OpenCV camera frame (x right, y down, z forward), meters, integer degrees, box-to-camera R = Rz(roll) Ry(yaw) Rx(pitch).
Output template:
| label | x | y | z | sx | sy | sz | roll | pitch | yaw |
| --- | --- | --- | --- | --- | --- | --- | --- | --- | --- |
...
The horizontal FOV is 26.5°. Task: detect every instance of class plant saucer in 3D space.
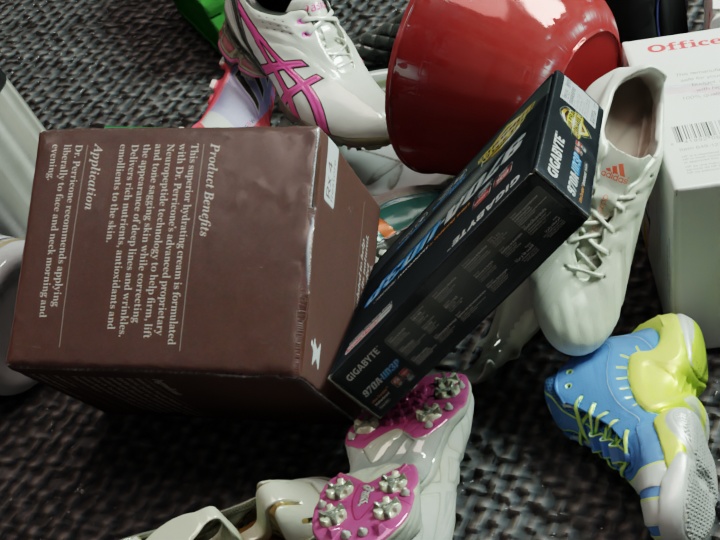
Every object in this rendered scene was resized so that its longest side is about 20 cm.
| label | x | y | z | sx | sy | sz | roll | pitch | yaw |
| --- | --- | --- | --- | --- | --- | --- | --- | --- | --- |
| plant saucer | 0.026 | -0.098 | 1.272 | 0.199 | 0.050 | 0.200 | -6 | 38 | 5 |

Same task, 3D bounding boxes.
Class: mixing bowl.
| label | x | y | z | sx | sy | sz | roll | pitch | yaw |
| --- | --- | --- | --- | --- | --- | --- | --- | --- | --- |
| mixing bowl | 0.120 | -0.147 | 1.118 | 0.108 | 0.201 | 0.200 | 26 | 50 | 31 |

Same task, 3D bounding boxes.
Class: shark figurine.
| label | x | y | z | sx | sy | sz | roll | pitch | yaw |
| --- | --- | --- | --- | --- | --- | --- | --- | --- | --- |
| shark figurine | 0.103 | 0.006 | 1.100 | 0.089 | 0.128 | 0.215 | 24 | 75 | 24 |

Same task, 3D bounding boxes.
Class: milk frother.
| label | x | y | z | sx | sy | sz | roll | pitch | yaw |
| --- | --- | --- | --- | --- | --- | --- | --- | --- | --- |
| milk frother | -0.329 | -0.138 | 1.284 | 0.180 | 0.188 | 0.200 | -9 | 36 | 38 |

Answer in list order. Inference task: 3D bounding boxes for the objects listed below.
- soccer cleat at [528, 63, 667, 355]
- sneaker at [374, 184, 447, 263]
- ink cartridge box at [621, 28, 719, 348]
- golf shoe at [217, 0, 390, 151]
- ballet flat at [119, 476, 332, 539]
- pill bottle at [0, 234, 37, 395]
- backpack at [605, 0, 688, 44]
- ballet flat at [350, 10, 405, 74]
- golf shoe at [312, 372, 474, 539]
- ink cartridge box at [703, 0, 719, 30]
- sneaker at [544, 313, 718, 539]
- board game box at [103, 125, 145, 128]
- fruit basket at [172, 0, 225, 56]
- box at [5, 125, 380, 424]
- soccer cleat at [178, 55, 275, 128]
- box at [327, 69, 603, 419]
| label | x | y | z | sx | sy | sz | roll | pitch | yaw |
| --- | --- | --- | --- | --- | --- | --- | --- | --- | --- |
| soccer cleat | 0.158 | -0.044 | 1.007 | 0.069 | 0.078 | 0.201 | 17 | 74 | -13 |
| sneaker | 0.000 | 0.000 | 1.144 | 0.199 | 0.071 | 0.080 | -19 | 41 | 0 |
| ink cartridge box | 0.277 | -0.066 | 1.095 | 0.147 | 0.145 | 0.200 | -7 | 38 | 4 |
| golf shoe | -0.041 | -0.174 | 1.243 | 0.200 | 0.092 | 0.073 | 40 | 48 | 23 |
| ballet flat | -0.068 | 0.165 | 0.949 | 0.200 | 0.064 | 0.067 | -21 | 39 | -14 |
| pill bottle | -0.329 | 0.020 | 1.152 | 0.199 | 0.116 | 0.116 | 11 | 42 | 26 |
| backpack | 0.187 | -0.249 | 1.322 | 0.190 | 0.200 | 0.154 | 7 | 32 | 27 |
| ballet flat | 0.015 | -0.199 | 1.360 | 0.200 | 0.066 | 0.057 | -17 | 72 | 25 |
| golf shoe | 0.029 | 0.138 | 0.953 | 0.075 | 0.092 | 0.200 | -7 | 25 | 26 |
| ink cartridge box | 0.325 | -0.201 | 1.257 | 0.083 | 0.145 | 0.200 | 1 | 39 | 12 |
| sneaker | 0.169 | 0.107 | 0.974 | 0.105 | 0.076 | 0.200 | -11 | 29 | 19 |
| board game box | -0.188 | -0.054 | 1.284 | 0.134 | 0.029 | 0.200 | 4 | 40 | 16 |
| fruit basket | -0.089 | -0.316 | 1.487 | 0.215 | 0.156 | 0.216 | -15 | 44 | 15 |
| box | -0.106 | 0.007 | 1.031 | 0.199 | 0.164 | 0.166 | 2 | 74 | 14 |
| soccer cleat | -0.101 | -0.123 | 1.288 | 0.076 | 0.067 | 0.200 | 21 | 41 | 3 |
| box | 0.070 | -0.018 | 0.970 | 0.046 | 0.200 | 0.159 | 38 | 30 | -9 |
